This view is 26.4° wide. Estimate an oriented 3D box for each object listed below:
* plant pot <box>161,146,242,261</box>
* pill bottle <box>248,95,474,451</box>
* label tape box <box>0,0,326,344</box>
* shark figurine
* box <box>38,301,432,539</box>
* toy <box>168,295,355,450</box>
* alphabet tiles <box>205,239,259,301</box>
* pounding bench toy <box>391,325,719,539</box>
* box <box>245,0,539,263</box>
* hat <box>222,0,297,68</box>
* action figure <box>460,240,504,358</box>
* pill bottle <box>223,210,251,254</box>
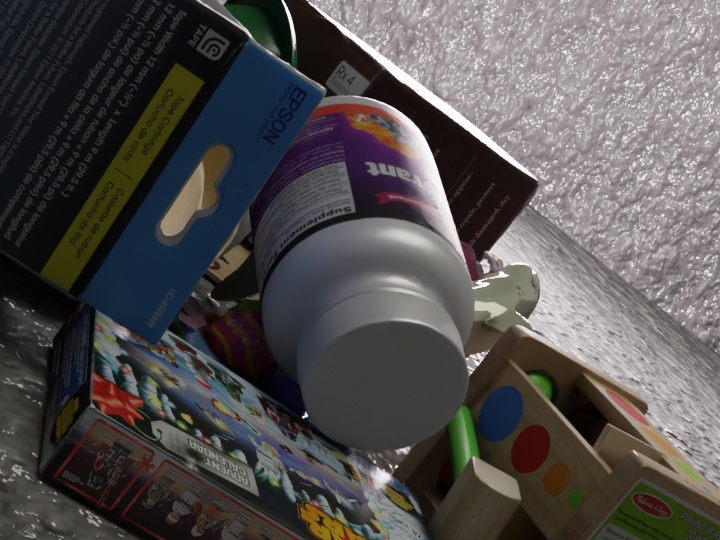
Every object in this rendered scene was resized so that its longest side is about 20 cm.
[{"bbox_3d":[-0.149,-0.075,0.813,0.200,0.027,0.200,24,48,-29],"label":"plant pot"},{"bbox_3d":[0.000,0.000,0.820,0.111,0.111,0.200,33,25,-27],"label":"pill bottle"},{"bbox_3d":[-0.136,-0.082,0.692,0.200,0.143,0.066,33,10,-9],"label":"label tape box"},{"bbox_3d":[0.022,0.038,0.955,0.214,0.090,0.128,7,31,-19],"label":"shark figurine"},{"bbox_3d":[-0.050,0.096,0.697,0.200,0.040,0.137,35,12,-20],"label":"box"},{"bbox_3d":[-0.070,0.037,0.849,0.200,0.047,0.115,36,13,-9],"label":"toy"},{"bbox_3d":[-0.060,0.013,1.092,0.200,0.006,0.166,38,11,-6],"label":"alphabet tiles"},{"bbox_3d":[0.091,0.115,0.849,0.200,0.124,0.156,30,14,-38],"label":"pounding bench toy"},{"bbox_3d":[-0.003,-0.082,1.222,0.200,0.164,0.166,31,11,-39],"label":"box"},{"bbox_3d":[-0.164,-0.157,1.113,0.176,0.166,0.200,13,34,-33],"label":"hat"},{"bbox_3d":[0.024,0.038,1.076,0.134,0.149,0.200,9,33,0],"label":"action figure"},{"bbox_3d":[-0.152,-0.090,0.934,0.200,0.111,0.111,30,13,-38],"label":"pill bottle"}]
